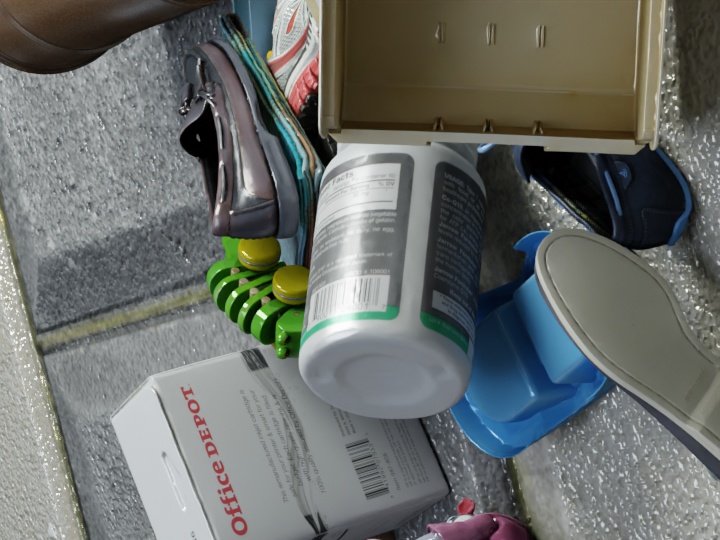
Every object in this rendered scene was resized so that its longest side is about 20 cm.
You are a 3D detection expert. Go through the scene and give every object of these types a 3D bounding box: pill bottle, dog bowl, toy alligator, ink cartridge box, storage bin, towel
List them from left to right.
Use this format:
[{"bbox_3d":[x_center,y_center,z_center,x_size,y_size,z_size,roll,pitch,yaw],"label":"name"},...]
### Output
[{"bbox_3d":[-0.068,-0.073,1.816,0.200,0.022,0.147,-119,25,-44],"label":"towel"},{"bbox_3d":[-0.059,0.132,1.801,0.084,0.199,0.145,-42,67,52],"label":"ink cartridge box"},{"bbox_3d":[-0.052,0.036,1.736,0.200,0.054,0.060,43,144,35],"label":"toy alligator"},{"bbox_3d":[0.024,-0.015,1.642,0.113,0.113,0.201,-44,32,52],"label":"pill bottle"},{"bbox_3d":[0.078,-0.168,1.477,0.094,0.199,0.200,-78,-10,-76],"label":"storage bin"},{"bbox_3d":[0.123,0.045,1.643,0.200,0.049,0.112,-46,64,52],"label":"dog bowl"}]

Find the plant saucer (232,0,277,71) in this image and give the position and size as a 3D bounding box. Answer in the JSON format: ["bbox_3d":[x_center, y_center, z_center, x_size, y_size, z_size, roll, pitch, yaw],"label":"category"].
[{"bbox_3d":[-0.067,-0.128,1.882,0.070,0.019,0.201,18,115,52],"label":"plant saucer"}]

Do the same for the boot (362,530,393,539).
[{"bbox_3d":[-0.085,0.167,1.890,0.201,0.155,0.077,58,142,25],"label":"boot"}]

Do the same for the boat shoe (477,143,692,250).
[{"bbox_3d":[0.125,-0.088,1.573,0.200,0.068,0.085,42,133,39],"label":"boat shoe"}]

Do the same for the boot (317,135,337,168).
[{"bbox_3d":[0.000,0.000,1.782,0.131,0.067,0.201,115,148,-48],"label":"boot"}]

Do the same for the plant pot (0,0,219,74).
[{"bbox_3d":[-0.186,-0.256,1.868,0.198,0.200,0.202,-4,98,48],"label":"plant pot"}]

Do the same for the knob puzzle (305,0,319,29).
[{"bbox_3d":[0.044,-0.192,1.544,0.218,0.030,0.221,3,108,9],"label":"knob puzzle"}]

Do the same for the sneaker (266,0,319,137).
[{"bbox_3d":[-0.024,-0.185,1.747,0.082,0.078,0.200,57,141,28],"label":"sneaker"}]

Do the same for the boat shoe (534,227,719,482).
[{"bbox_3d":[0.175,0.059,1.516,0.200,0.073,0.063,43,154,3],"label":"boat shoe"}]

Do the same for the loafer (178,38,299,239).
[{"bbox_3d":[-0.099,-0.094,1.761,0.200,0.063,0.072,-117,23,-44],"label":"loafer"}]

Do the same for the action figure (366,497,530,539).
[{"bbox_3d":[0.097,0.210,1.693,0.149,0.134,0.200,-37,33,14],"label":"action figure"}]
